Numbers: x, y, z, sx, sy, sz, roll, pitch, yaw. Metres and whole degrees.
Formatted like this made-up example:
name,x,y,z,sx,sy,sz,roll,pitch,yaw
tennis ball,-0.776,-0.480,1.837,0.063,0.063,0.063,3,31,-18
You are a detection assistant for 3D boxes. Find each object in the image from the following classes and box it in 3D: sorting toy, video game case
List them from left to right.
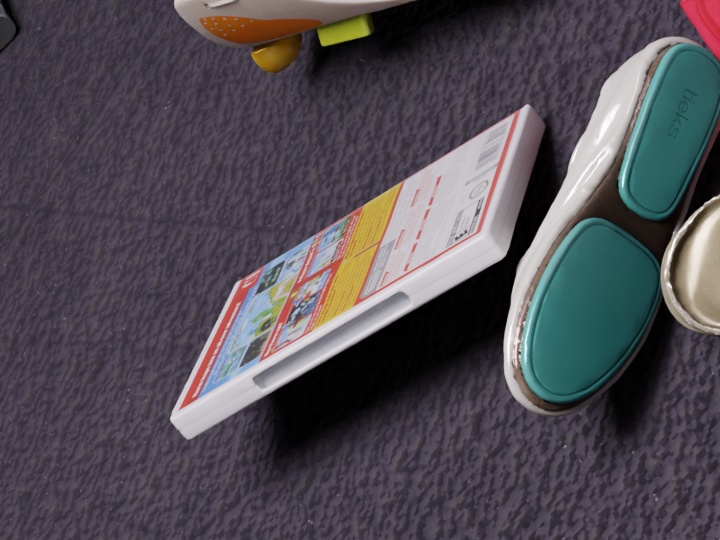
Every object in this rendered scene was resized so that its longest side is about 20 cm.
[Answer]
name,x,y,z,sx,sy,sz,roll,pitch,yaw
video game case,0.000,0.000,1.254,0.200,0.017,0.143,-31,19,26
sorting toy,0.021,-0.193,1.362,0.180,0.107,0.200,-5,48,28

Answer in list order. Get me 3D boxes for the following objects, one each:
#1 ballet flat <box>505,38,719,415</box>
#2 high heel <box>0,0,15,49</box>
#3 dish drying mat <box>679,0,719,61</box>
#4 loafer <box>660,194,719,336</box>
name,x,y,z,sx,sy,sz,roll,pitch,yaw
ballet flat,0.111,-0.018,1.167,0.069,0.069,0.200,4,61,46
high heel,-0.333,-0.157,1.684,0.200,0.071,0.143,-31,49,2
dish drying mat,0.217,-0.096,1.157,0.077,0.018,0.200,-43,41,12
loafer,0.209,-0.025,1.060,0.200,0.068,0.076,-24,77,30
